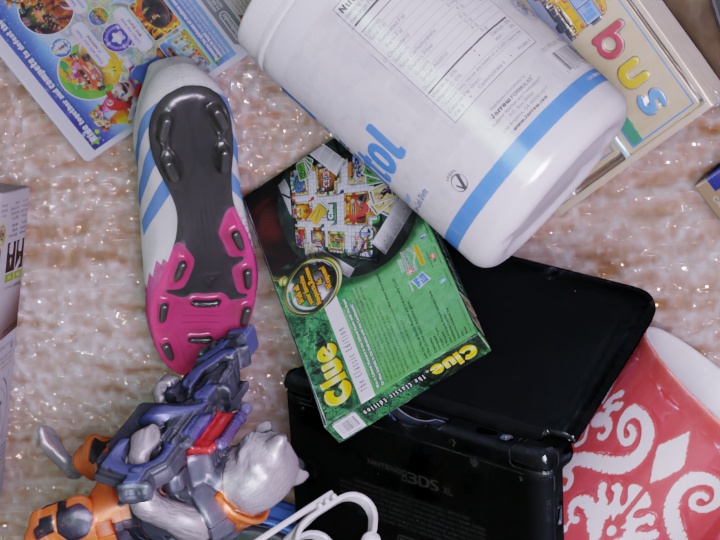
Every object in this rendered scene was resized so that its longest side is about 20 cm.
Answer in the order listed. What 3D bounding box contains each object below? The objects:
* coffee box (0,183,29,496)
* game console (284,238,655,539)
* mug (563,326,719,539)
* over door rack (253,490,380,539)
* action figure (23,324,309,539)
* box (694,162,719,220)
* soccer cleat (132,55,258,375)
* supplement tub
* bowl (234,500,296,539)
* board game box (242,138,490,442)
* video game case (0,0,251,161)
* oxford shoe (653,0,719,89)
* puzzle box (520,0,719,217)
[{"bbox_3d":[-0.275,0.044,1.564,0.112,0.080,0.202,6,96,6],"label":"coffee box"},{"bbox_3d":[0.065,0.092,1.471,0.199,0.116,0.177,15,117,40],"label":"game console"},{"bbox_3d":[0.159,0.160,1.479,0.133,0.178,0.200,34,105,-25],"label":"mug"},{"bbox_3d":[-0.093,0.201,1.439,0.199,0.148,0.067,-18,73,-30],"label":"over door rack"},{"bbox_3d":[-0.113,0.118,1.487,0.192,0.200,0.105,-11,110,31],"label":"action figure"},{"bbox_3d":[0.297,-0.053,1.452,0.121,0.032,0.200,52,133,1],"label":"box"},{"bbox_3d":[-0.102,-0.036,1.547,0.069,0.086,0.202,-6,119,-13],"label":"soccer cleat"},{"bbox_3d":[0.042,-0.112,1.453,0.200,0.132,0.132,42,99,9],"label":"supplement tub"},{"bbox_3d":[-0.074,0.242,1.579,0.199,0.039,0.203,1,95,7],"label":"bowl"},{"bbox_3d":[0.000,0.000,1.486,0.104,0.201,0.023,-30,135,9],"label":"board game box"},{"bbox_3d":[-0.126,-0.172,1.523,0.199,0.018,0.143,-33,120,9],"label":"video game case"},{"bbox_3d":[0.186,-0.172,1.497,0.084,0.073,0.201,-25,92,29],"label":"oxford shoe"},{"bbox_3d":[0.109,-0.146,1.495,0.133,0.025,0.201,-37,90,35],"label":"puzzle box"}]
